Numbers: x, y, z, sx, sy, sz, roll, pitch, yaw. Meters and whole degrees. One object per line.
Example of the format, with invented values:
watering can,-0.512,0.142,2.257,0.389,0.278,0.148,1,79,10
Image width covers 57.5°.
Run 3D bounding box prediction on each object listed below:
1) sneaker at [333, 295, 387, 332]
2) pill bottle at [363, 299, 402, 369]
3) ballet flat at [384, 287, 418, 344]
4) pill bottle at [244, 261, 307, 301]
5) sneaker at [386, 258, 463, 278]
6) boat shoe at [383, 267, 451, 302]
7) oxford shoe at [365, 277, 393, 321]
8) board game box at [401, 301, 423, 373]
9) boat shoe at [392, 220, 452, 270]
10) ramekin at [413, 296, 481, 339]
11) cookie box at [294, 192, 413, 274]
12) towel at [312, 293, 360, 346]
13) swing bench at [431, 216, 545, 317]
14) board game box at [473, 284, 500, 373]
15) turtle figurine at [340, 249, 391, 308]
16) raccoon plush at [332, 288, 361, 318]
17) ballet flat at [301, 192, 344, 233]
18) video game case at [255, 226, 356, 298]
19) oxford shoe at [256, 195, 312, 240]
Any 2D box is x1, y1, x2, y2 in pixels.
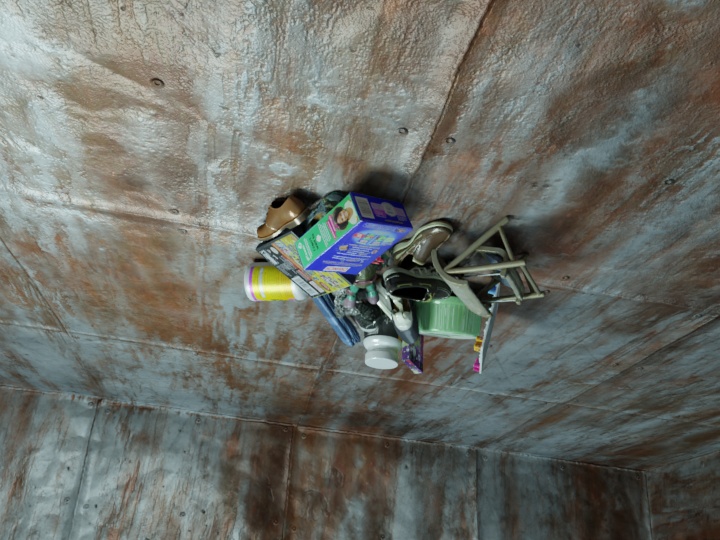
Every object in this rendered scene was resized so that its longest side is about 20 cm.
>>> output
sneaker,-0.014,0.102,1.818,0.199,0.081,0.086,22,162,48
pill bottle,0.067,0.169,1.863,0.115,0.202,0.117,4,155,2
ballet flat,0.102,0.094,1.706,0.072,0.202,0.073,-11,172,-1
pill bottle,-0.200,0.027,1.740,0.198,0.105,0.104,-2,153,15
sneaker,0.172,0.000,1.669,0.199,0.076,0.116,7,146,-22
boat shoe,0.144,0.048,1.608,0.200,0.061,0.072,13,140,-30
oxford shoe,0.093,0.100,1.777,0.058,0.200,0.075,-40,176,2
board game box,0.151,0.178,1.865,0.032,0.202,0.120,-5,153,18
boat shoe,0.148,-0.047,1.553,0.074,0.075,0.202,18,151,-24
ramekin,0.240,0.131,1.807,0.198,0.099,0.200,5,171,1
cookie box,-0.016,-0.075,1.431,0.170,0.076,0.200,5,146,-46
towel,-0.073,0.119,1.831,0.201,0.048,0.112,55,168,-9
swing bench,0.295,0.010,1.523,0.199,0.131,0.199,-25,146,17
board game box,0.343,0.156,1.791,0.026,0.201,0.200,13,156,15
turtle figurine,0.000,0.000,1.603,0.148,0.101,0.201,1,129,2
raccoon plush,-0.070,0.039,1.702,0.199,0.135,0.096,26,149,-35
ballet flat,-0.090,-0.106,1.494,0.074,0.075,0.200,14,153,-16
video game case,-0.134,-0.016,1.579,0.200,0.026,0.180,42,147,-21
oxford shoe,-0.188,-0.124,1.502,0.071,0.071,0.199,50,141,-14
